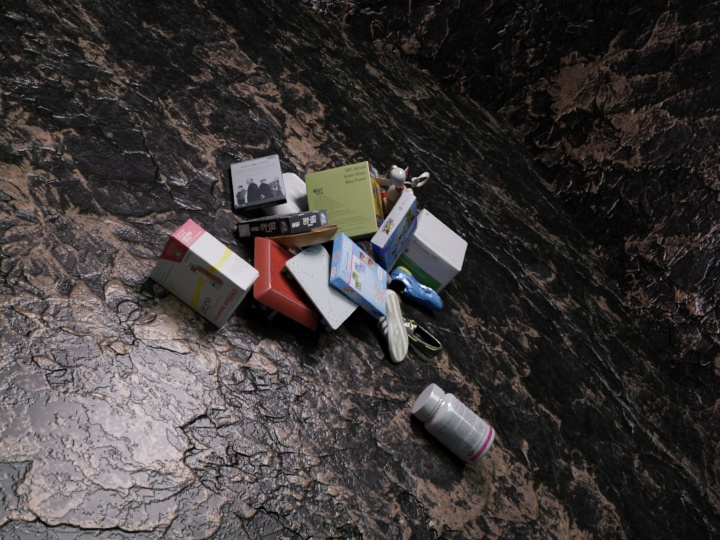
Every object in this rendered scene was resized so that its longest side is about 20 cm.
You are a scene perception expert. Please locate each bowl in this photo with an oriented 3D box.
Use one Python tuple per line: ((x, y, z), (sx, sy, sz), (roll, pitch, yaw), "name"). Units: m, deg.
((-0.208, -0.214, 1.825), (0.200, 0.075, 0.200), (45, 33, 3), "bowl")

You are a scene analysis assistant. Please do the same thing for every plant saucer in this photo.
((-0.175, 0.024, 1.481), (0.198, 0.037, 0.202), (33, 35, -36), "plant saucer")
((-0.150, -0.087, 1.574), (0.199, 0.198, 0.036), (-21, 105, -54), "plant saucer")

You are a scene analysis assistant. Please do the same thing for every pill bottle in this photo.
((0.235, 0.390, 1.536), (0.199, 0.114, 0.114), (40, 33, -2), "pill bottle")

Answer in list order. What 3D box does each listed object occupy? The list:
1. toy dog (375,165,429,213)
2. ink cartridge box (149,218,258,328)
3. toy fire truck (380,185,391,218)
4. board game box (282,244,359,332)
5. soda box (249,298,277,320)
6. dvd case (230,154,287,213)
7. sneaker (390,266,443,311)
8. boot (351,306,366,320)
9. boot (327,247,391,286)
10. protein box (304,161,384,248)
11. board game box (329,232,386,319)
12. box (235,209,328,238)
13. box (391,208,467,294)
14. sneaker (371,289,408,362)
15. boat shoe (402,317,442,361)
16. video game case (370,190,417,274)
((0.106, -0.253, 1.741), (0.130, 0.201, 0.098), (-11, 66, -22), "toy dog")
((-0.349, 0.010, 1.348), (0.199, 0.145, 0.084), (37, 33, -6), "ink cartridge box")
((0.091, -0.209, 2.007), (0.127, 0.200, 0.178), (23, 37, -26), "toy fire truck")
((-0.094, 0.038, 1.526), (0.201, 0.026, 0.200), (53, 28, -2), "board game box")
((-0.214, 0.032, 1.529), (0.063, 0.071, 0.201), (35, 32, -14), "soda box")
((-0.298, -0.254, 1.745), (0.148, 0.025, 0.202), (-12, 49, -4), "dvd case")
((0.172, 0.074, 1.895), (0.199, 0.066, 0.079), (39, 44, -2), "sneaker")
((-0.085, 0.046, 1.645), (0.198, 0.066, 0.166), (27, 23, -31), "boot")
((0.001, -0.002, 1.742), (0.198, 0.073, 0.182), (33, -5, -17), "boot")
((-0.041, -0.187, 1.755), (0.135, 0.195, 0.204), (12, 68, -76), "protein box")
((-0.001, 0.016, 1.606), (0.199, 0.036, 0.153), (40, 39, -35), "board game box")
((-0.211, -0.126, 1.618), (0.159, 0.197, 0.044), (-21, 105, -54), "box")
((0.221, -0.051, 1.983), (0.198, 0.172, 0.201), (37, 33, -6), "box")
((0.075, 0.161, 1.689), (0.074, 0.084, 0.204), (6, 71, -45), "sneaker")
((0.149, 0.178, 1.745), (0.201, 0.060, 0.072), (41, 33, -1), "boat shoe")
((0.103, -0.106, 1.751), (0.045, 0.183, 0.200), (28, -15, 16), "video game case")
